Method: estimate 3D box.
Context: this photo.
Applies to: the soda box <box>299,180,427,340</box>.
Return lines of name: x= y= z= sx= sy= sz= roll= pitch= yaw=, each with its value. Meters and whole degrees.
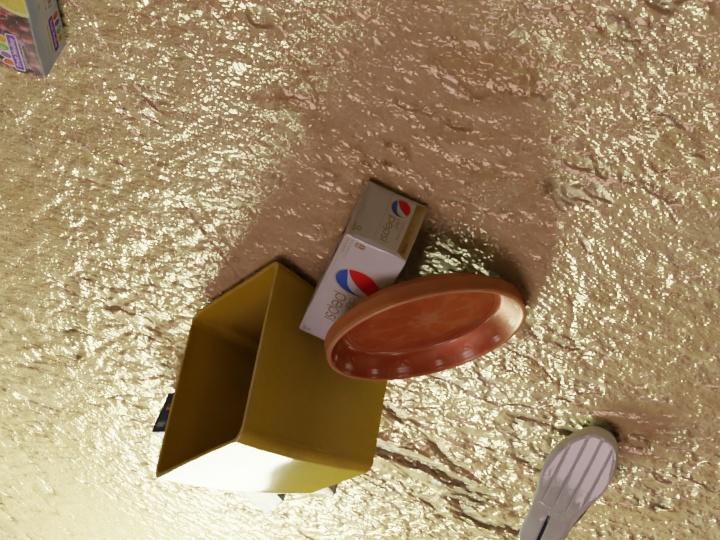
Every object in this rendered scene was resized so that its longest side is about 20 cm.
soda box: x=0.000 y=0.000 z=1.411 sx=0.063 sy=0.068 sz=0.200 roll=24 pitch=148 yaw=-2

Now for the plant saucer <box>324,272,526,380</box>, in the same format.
plant saucer: x=0.062 y=0.052 z=1.410 sx=0.199 sy=0.033 sz=0.201 roll=-11 pitch=156 yaw=-5

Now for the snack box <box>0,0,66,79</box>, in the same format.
snack box: x=-0.341 y=-0.264 z=1.251 sx=0.141 sy=0.053 sz=0.201 roll=17 pitch=147 yaw=11

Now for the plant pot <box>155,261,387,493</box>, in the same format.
plant pot: x=-0.082 y=0.140 z=1.565 sx=0.176 sy=0.201 sz=0.200 roll=25 pitch=150 yaw=-24

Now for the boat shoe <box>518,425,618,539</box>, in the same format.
boat shoe: x=0.231 y=0.235 z=1.614 sx=0.072 sy=0.071 sz=0.201 roll=32 pitch=128 yaw=8

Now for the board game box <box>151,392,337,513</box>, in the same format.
board game box: x=-0.125 y=0.231 z=1.833 sx=0.199 sy=0.062 sz=0.200 roll=-5 pitch=139 yaw=37
